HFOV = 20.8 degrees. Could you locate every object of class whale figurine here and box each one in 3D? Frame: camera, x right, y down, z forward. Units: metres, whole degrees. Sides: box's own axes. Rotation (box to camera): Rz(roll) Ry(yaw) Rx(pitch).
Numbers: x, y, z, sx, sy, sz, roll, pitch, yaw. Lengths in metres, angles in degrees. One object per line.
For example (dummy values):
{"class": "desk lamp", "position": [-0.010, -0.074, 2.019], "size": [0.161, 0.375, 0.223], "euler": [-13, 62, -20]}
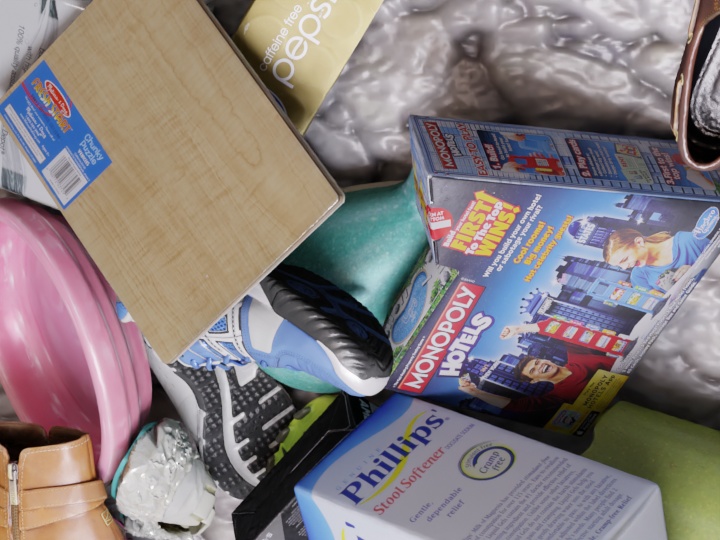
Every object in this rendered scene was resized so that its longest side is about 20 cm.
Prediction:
{"class": "whale figurine", "position": [0.000, 0.000, 1.231], "size": [0.200, 0.104, 0.159], "euler": [-34, 100, 30]}

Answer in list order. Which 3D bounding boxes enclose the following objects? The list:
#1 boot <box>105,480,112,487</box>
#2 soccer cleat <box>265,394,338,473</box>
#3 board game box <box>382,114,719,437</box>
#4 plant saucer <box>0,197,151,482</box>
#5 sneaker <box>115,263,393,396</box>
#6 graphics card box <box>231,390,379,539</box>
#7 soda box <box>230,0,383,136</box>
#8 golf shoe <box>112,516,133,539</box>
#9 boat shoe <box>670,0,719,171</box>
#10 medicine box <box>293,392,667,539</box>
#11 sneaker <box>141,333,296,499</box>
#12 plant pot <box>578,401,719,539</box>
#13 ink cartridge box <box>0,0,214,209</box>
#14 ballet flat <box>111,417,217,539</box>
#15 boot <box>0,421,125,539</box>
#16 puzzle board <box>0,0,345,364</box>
{"class": "boot", "position": [-0.288, 0.166, 1.386], "size": [0.199, 0.146, 0.071], "euler": [-15, 92, 26]}
{"class": "soccer cleat", "position": [-0.019, 0.165, 1.346], "size": [0.065, 0.083, 0.201], "euler": [44, 135, 45]}
{"class": "board game box", "position": [0.094, -0.009, 1.166], "size": [0.199, 0.062, 0.200], "euler": [17, 123, -25]}
{"class": "plant saucer", "position": [-0.197, 0.043, 1.306], "size": [0.200, 0.051, 0.201], "euler": [41, 143, 41]}
{"class": "sneaker", "position": [-0.065, 0.030, 1.174], "size": [0.200, 0.076, 0.077], "euler": [29, 100, 31]}
{"class": "graphics card box", "position": [0.030, 0.174, 1.284], "size": [0.200, 0.051, 0.126], "euler": [30, 113, -27]}
{"class": "soda box", "position": [-0.048, -0.125, 1.184], "size": [0.068, 0.064, 0.200], "euler": [31, 108, -5]}
{"class": "golf shoe", "position": [-0.152, 0.258, 1.400], "size": [0.073, 0.092, 0.200], "euler": [-41, 114, 11]}
{"class": "boat shoe", "position": [0.224, -0.149, 1.102], "size": [0.070, 0.070, 0.201], "euler": [17, 118, 11]}
{"class": "medicine box", "position": [0.080, 0.194, 1.152], "size": [0.199, 0.103, 0.183], "euler": [16, 133, 39]}
{"class": "sneaker", "position": [-0.102, 0.067, 1.331], "size": [0.074, 0.080, 0.201], "euler": [-30, 122, -15]}
{"class": "plant pot", "position": [0.217, 0.175, 1.213], "size": [0.189, 0.200, 0.201], "euler": [26, 121, 20]}
{"class": "ink cartridge box", "position": [-0.206, -0.129, 1.252], "size": [0.199, 0.083, 0.147], "euler": [21, 119, 9]}
{"class": "ballet flat", "position": [-0.126, 0.147, 1.323], "size": [0.071, 0.200, 0.072], "euler": [1, 76, -5]}
{"class": "boot", "position": [-0.242, 0.176, 1.300], "size": [0.199, 0.074, 0.156], "euler": [-4, 107, 20]}
{"class": "puzzle board", "position": [-0.115, -0.070, 1.151], "size": [0.151, 0.017, 0.200], "euler": [-42, 72, 21]}
